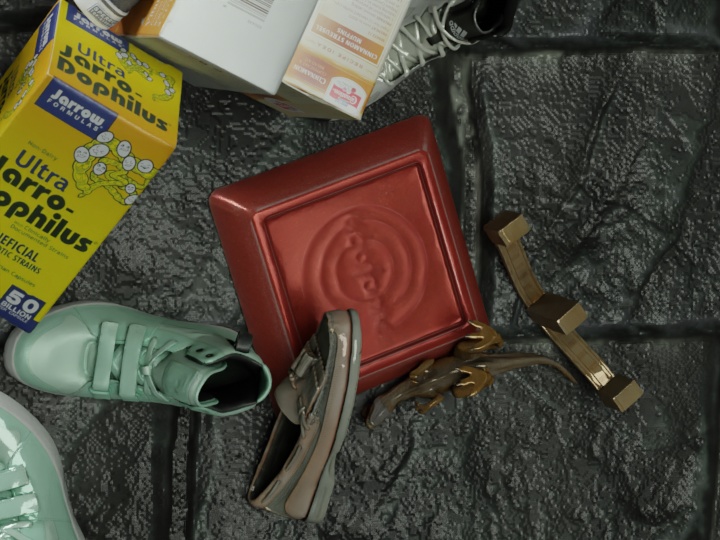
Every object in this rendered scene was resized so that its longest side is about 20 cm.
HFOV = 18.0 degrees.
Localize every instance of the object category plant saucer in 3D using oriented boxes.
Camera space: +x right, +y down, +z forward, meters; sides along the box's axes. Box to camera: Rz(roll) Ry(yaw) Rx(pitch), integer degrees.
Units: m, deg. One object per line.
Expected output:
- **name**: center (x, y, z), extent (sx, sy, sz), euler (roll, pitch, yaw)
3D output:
- **plant saucer**: center (0.000, 0.000, 1.823), extent (0.199, 0.037, 0.201), euler (-21, 104, -18)

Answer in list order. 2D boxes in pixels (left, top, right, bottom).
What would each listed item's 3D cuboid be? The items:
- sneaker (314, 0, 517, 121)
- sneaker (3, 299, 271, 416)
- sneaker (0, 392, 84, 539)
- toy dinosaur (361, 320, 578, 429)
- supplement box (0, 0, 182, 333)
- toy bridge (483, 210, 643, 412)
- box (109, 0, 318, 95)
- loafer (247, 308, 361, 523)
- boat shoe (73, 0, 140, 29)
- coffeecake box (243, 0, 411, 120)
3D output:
- **sneaker**: center (0.042, -0.188, 1.773), extent (0.200, 0.115, 0.076), euler (-40, 108, -12)
- **sneaker**: center (-0.165, 0.068, 1.724), extent (0.199, 0.118, 0.074), euler (2, 97, -20)
- **sneaker**: center (-0.265, 0.188, 1.688), extent (0.073, 0.118, 0.201), euler (-19, 107, 20)
- **toy dinosaur**: center (0.094, 0.078, 1.853), extent (0.199, 0.106, 0.061), euler (-12, 79, -14)
- **supplement box**: center (-0.228, -0.074, 1.640), extent (0.109, 0.110, 0.200), euler (30, 119, -21)
- **toy bridge**: center (0.162, 0.035, 1.872), extent (0.027, 0.067, 0.200), euler (-40, 110, -12)
- **box**: center (-0.109, -0.207, 1.667), extent (0.097, 0.200, 0.125), euler (25, 87, -21)
- **loafer**: center (-0.044, 0.116, 1.773), extent (0.063, 0.072, 0.201), euler (5, 124, -10)
- **boat shoe**: center (-0.205, -0.269, 1.643), extent (0.068, 0.200, 0.072), euler (-36, 151, 13)
- **coffeecake box**: center (-0.016, -0.218, 1.699), extent (0.073, 0.153, 0.201), euler (25, 85, -21)
